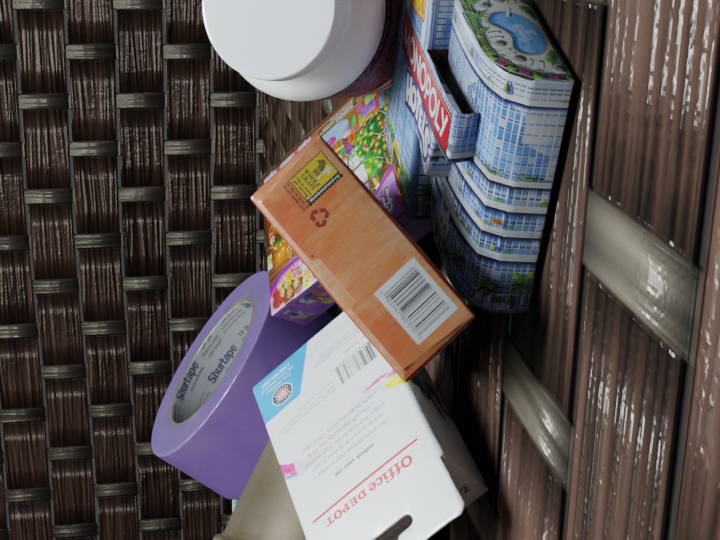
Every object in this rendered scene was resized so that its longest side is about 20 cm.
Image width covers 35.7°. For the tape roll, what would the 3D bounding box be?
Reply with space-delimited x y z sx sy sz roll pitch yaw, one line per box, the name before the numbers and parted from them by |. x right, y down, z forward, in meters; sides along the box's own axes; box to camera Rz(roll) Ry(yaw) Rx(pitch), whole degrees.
tape roll | -0.110 0.108 1.066 0.200 0.084 0.201 -46 21 23

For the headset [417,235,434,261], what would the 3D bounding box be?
headset | 0.008 -0.002 0.939 0.124 0.092 0.204 113 161 -70

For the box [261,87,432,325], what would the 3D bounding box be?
box | -0.005 -0.064 0.878 0.199 0.039 0.139 -37 49 39

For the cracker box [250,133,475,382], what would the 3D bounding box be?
cracker box | 0.009 -0.003 0.702 0.134 0.058 0.200 49 -179 5

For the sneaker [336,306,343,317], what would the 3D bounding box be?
sneaker | 0.000 0.000 1.127 0.201 0.074 0.080 -115 33 -48

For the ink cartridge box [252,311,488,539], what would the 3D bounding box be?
ink cartridge box | 0.009 0.132 0.785 0.068 0.115 0.201 40 -164 -43

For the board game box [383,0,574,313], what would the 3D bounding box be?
board game box | 0.063 -0.116 0.659 0.201 0.060 0.203 -102 13 -52

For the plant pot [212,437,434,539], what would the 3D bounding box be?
plant pot | -0.015 0.193 0.925 0.200 0.196 0.177 127 157 -77

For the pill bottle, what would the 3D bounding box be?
pill bottle | -0.027 -0.170 0.738 0.200 0.111 0.115 -34 -55 -72

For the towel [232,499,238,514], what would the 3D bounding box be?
towel | -0.041 0.270 1.085 0.048 0.169 0.202 -48 35 35
